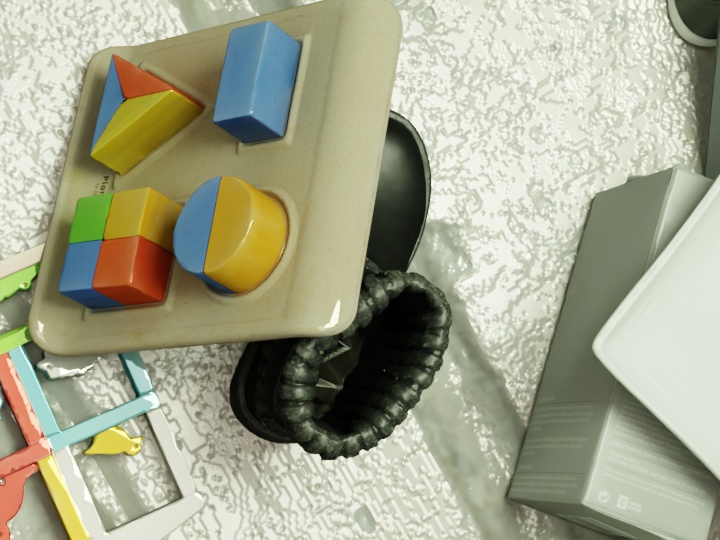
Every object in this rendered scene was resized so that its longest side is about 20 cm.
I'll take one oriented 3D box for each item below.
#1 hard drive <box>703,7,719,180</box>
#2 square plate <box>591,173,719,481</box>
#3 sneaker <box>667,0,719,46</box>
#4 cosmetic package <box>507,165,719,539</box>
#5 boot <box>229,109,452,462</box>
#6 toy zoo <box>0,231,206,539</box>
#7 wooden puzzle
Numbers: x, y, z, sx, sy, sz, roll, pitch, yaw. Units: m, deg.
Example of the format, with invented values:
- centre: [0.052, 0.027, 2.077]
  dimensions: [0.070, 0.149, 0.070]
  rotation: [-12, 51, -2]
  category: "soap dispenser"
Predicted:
- centre: [0.305, -0.127, 1.031]
  dimensions: [0.199, 0.027, 0.132]
  rotation: [-16, 129, -17]
  category: "hard drive"
- centre: [0.237, 0.036, 0.929]
  dimensions: [0.200, 0.028, 0.198]
  rotation: [45, 69, -17]
  category: "square plate"
- centre: [0.223, -0.245, 1.025]
  dimensions: [0.070, 0.099, 0.201]
  rotation: [-2, 83, -13]
  category: "sneaker"
- centre: [0.164, 0.050, 0.969]
  dimensions: [0.090, 0.107, 0.201]
  rotation: [23, 79, -15]
  category: "cosmetic package"
- centre: [0.002, 0.001, 0.904]
  dimensions: [0.079, 0.158, 0.212]
  rotation: [20, 79, -12]
  category: "boot"
- centre: [-0.170, 0.093, 0.918]
  dimensions: [0.131, 0.020, 0.201]
  rotation: [-23, 89, -16]
  category: "toy zoo"
- centre: [-0.084, -0.052, 0.870]
  dimensions: [0.046, 0.199, 0.186]
  rotation: [36, 57, -50]
  category: "wooden puzzle"
